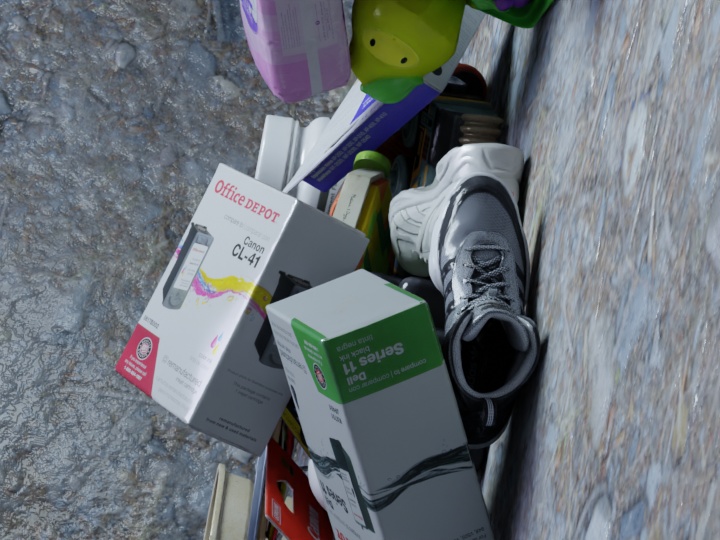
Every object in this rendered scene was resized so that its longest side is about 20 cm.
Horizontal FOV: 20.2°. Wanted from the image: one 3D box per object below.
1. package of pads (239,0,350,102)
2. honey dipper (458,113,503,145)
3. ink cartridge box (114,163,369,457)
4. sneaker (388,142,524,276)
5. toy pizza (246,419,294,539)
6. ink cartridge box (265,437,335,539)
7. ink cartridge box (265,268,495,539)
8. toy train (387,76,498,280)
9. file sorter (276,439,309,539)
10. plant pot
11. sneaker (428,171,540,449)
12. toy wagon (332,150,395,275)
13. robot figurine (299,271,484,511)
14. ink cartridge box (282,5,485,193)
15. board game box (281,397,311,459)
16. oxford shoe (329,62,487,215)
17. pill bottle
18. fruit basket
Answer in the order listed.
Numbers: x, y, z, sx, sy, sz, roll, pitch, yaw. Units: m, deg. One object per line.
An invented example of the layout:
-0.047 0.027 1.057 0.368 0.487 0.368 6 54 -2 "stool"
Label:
-0.062 -0.248 1.614 0.121 0.075 0.201 -120 18 -53 "package of pads"
0.091 -0.033 1.735 0.038 0.038 0.202 -168 86 -85 "honey dipper"
-0.099 0.029 1.656 0.147 0.085 0.201 26 91 55 "ink cartridge box"
0.073 -0.025 1.637 0.200 0.077 0.100 127 145 -63 "sneaker"
-0.079 0.173 1.872 0.200 0.031 0.202 -172 90 -88 "toy pizza"
-0.007 0.216 1.645 0.043 0.174 0.200 -38 12 7 "ink cartridge box"
0.015 0.115 1.422 0.146 0.082 0.202 -157 48 -70 "ink cartridge box"
0.071 -0.073 1.828 0.114 0.084 0.202 -130 50 -71 "toy train"
-0.020 0.263 1.915 0.139 0.123 0.201 109 170 -59 "file sorter"
-0.076 0.317 2.109 0.200 0.182 0.202 -170 90 -85 "plant pot"
0.091 0.021 1.423 0.114 0.075 0.202 124 150 -77 "sneaker"
0.000 0.000 1.772 0.201 0.039 0.156 79 -155 -55 "toy wagon"
0.027 0.106 1.594 0.150 0.124 0.202 171 108 -78 "robot figurine"
0.022 -0.152 1.803 0.198 0.043 0.201 -39 14 48 "ink cartridge box"
-0.044 0.080 1.822 0.201 0.056 0.166 57 -162 -36 "board game box"
0.039 -0.115 1.912 0.200 0.071 0.072 -48 27 -4 "oxford shoe"
-0.004 -0.087 1.983 0.114 0.198 0.115 -170 90 -85 "pill bottle"
0.053 -0.238 1.617 0.156 0.214 0.218 128 151 -80 "fruit basket"
